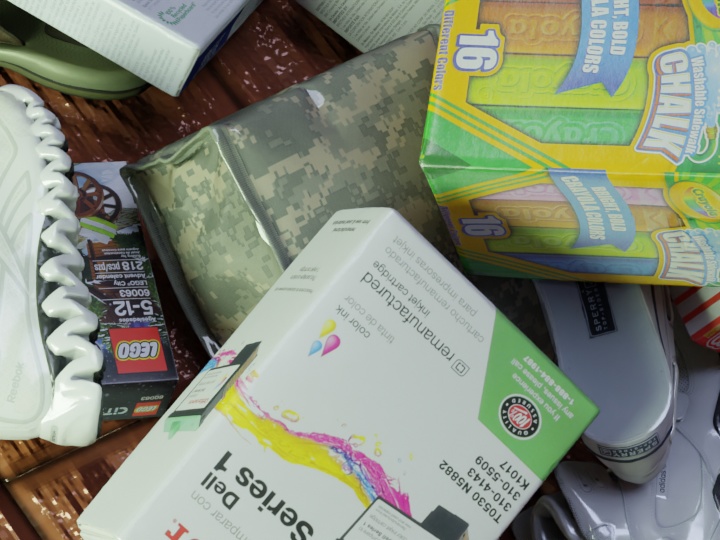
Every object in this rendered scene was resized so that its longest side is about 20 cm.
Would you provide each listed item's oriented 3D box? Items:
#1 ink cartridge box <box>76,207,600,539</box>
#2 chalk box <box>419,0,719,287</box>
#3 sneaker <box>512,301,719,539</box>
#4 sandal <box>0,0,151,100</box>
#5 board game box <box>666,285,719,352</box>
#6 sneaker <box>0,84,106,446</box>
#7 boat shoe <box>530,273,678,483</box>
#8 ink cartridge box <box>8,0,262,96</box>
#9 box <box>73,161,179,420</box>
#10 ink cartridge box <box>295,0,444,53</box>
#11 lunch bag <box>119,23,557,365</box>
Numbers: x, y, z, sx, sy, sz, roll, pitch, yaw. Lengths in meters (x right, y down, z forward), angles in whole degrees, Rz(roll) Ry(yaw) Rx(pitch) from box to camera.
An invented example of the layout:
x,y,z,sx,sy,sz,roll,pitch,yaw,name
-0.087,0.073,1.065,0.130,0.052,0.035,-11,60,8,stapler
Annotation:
x,y,z,sx,sy,sz,roll,pitch,yaw,name
-0.011,0.092,1.247,0.145,0.084,0.200,43,77,-14,ink cartridge box
0.142,-0.072,1.279,0.199,0.124,0.125,1,65,15,chalk box
0.141,0.098,1.376,0.114,0.075,0.201,8,56,-17,sneaker
-0.200,-0.147,1.446,0.200,0.057,0.080,10,52,-7,sandal
0.218,-0.015,1.442,0.200,0.046,0.152,20,41,-49,board game box
-0.174,-0.006,1.299,0.081,0.075,0.201,-5,57,-12,sneaker
0.119,0.013,1.351,0.073,0.065,0.201,-8,60,10,boat shoe
-0.145,-0.193,1.470,0.199,0.041,0.200,32,31,2,ink cartridge box
-0.202,0.013,1.342,0.199,0.038,0.137,-3,56,-22,box
0.051,-0.171,1.479,0.200,0.136,0.076,36,49,-7,ink cartridge box
0.000,0.000,1.368,0.164,0.117,0.201,-28,94,-35,lunch bag
